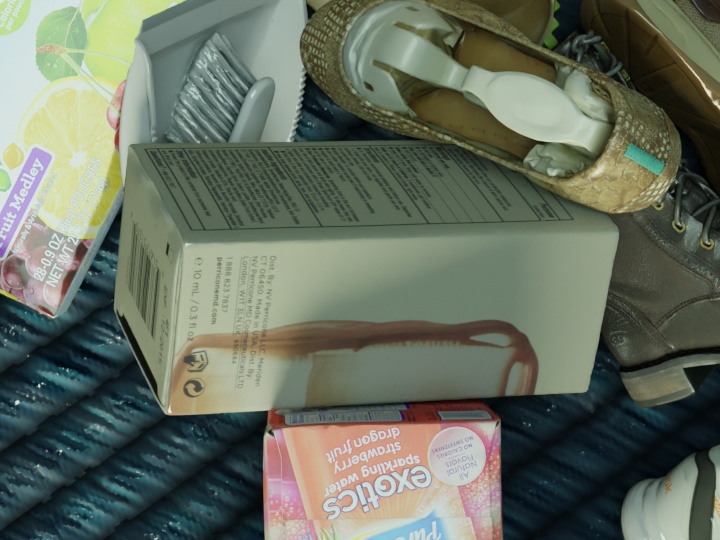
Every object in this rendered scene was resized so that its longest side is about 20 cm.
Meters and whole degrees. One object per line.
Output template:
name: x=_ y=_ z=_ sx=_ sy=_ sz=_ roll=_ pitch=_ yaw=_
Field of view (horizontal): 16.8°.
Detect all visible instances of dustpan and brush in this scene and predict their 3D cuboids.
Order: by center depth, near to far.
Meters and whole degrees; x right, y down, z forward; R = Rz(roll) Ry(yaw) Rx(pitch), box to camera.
dustpan and brush: x=-0.069 y=-0.033 z=1.151 sx=0.057 sy=0.139 sz=0.201 roll=27 pitch=120 yaw=19

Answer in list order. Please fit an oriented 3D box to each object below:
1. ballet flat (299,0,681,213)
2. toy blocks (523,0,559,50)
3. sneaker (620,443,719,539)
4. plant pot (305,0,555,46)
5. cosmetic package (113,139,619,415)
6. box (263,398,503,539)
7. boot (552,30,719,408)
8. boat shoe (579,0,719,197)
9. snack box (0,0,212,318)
ballet flat: x=0.049 y=-0.085 z=1.073 sx=0.199 sy=0.065 sz=0.071 roll=22 pitch=88 yaw=27
toy blocks: x=0.076 y=-0.224 z=1.157 sx=0.137 sy=0.100 sz=0.200 roll=-40 pitch=92 yaw=-12
sneaker: x=0.217 y=0.163 z=1.159 sx=0.200 sy=0.074 sz=0.080 roll=43 pitch=127 yaw=-4
plant pot: x=0.008 y=-0.170 z=1.106 sx=0.200 sy=0.200 sz=0.028 roll=37 pitch=65 yaw=-3
cosmetic package: x=0.000 y=0.000 z=1.076 sx=0.199 sy=0.103 sz=0.088 roll=-2 pitch=117 yaw=-19
box: x=0.007 y=0.105 z=1.099 sx=0.102 sy=0.200 sz=0.095 roll=-1 pitch=92 yaw=-3
boot: x=0.144 y=-0.036 z=1.129 sx=0.200 sy=0.069 sz=0.174 roll=-29 pitch=97 yaw=39
boat shoe: x=0.192 y=-0.082 z=1.165 sx=0.200 sy=0.072 sz=0.072 roll=44 pitch=67 yaw=-14
snack box: x=-0.193 y=-0.096 z=1.153 sx=0.199 sy=0.068 sz=0.169 roll=26 pitch=91 yaw=-1
